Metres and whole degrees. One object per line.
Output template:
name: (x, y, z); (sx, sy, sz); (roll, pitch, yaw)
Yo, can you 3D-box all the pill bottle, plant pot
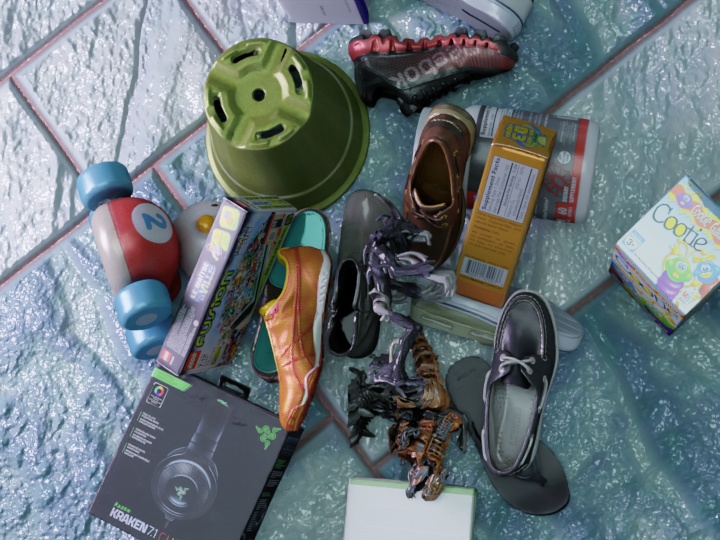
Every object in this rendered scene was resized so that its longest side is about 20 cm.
pill bottle: (0.162, -0.122, 1.685); (0.197, 0.116, 0.118); (8, 83, 9)
plant pot: (-0.096, -0.175, 1.687); (0.197, 0.190, 0.203); (-1, 81, 6)

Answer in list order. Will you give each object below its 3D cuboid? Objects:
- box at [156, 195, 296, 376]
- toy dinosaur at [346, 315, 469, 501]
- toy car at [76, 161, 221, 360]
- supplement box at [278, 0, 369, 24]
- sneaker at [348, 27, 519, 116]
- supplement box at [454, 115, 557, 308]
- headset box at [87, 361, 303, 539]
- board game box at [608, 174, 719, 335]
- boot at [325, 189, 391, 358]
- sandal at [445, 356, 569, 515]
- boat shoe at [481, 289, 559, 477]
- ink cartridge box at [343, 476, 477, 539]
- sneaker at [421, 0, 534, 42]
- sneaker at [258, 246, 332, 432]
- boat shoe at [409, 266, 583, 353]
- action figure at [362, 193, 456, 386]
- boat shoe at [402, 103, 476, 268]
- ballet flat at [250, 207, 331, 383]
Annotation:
box: (-0.146, 0.016, 1.656); (0.035, 0.110, 0.202); (30, 107, 22)
toy dinosaur: (0.053, 0.155, 1.678); (0.134, 0.103, 0.202); (0, 45, 2)
toy car: (-0.195, -0.032, 1.700); (0.198, 0.177, 0.186); (-19, 68, -9)
supplement box: (-0.039, -0.400, 1.757); (0.102, 0.101, 0.203); (3, 81, 8)
sneaker: (0.083, -0.225, 1.732); (0.197, 0.071, 0.099); (0, 81, 9)
supplement box: (0.152, -0.062, 1.616); (0.068, 0.067, 0.202); (19, 126, 4)
headset box: (-0.178, 0.217, 1.690); (0.172, 0.093, 0.202); (25, 85, 9)
board game box: (0.336, -0.011, 1.603); (0.103, 0.200, 0.105); (-43, 79, -1)
boot: (0.000, 0.000, 1.679); (0.067, 0.131, 0.203); (4, 82, 7)
sandal: (0.157, 0.188, 1.676); (0.076, 0.043, 0.201); (-36, 79, 1)
boat shoe: (0.166, 0.122, 1.621); (0.073, 0.060, 0.203); (12, 95, 16)
ink cartridge box: (0.050, 0.334, 1.666); (0.143, 0.048, 0.203); (4, 83, 8)
sneaker: (0.111, -0.342, 1.754); (0.199, 0.073, 0.071); (34, 72, 5)
sneaker: (-0.075, 0.074, 1.645); (0.076, 0.073, 0.203); (5, 77, -1)
boat shoe: (0.150, 0.053, 1.694); (0.198, 0.072, 0.063); (21, 119, 10)
action figure: (0.052, 0.020, 1.612); (0.101, 0.119, 0.203); (0, 89, 4)
boat shoe: (0.076, -0.080, 1.627); (0.071, 0.068, 0.202); (18, 129, 13)
ballet flat: (-0.076, 0.030, 1.715); (0.068, 0.071, 0.203); (12, 84, 15)
